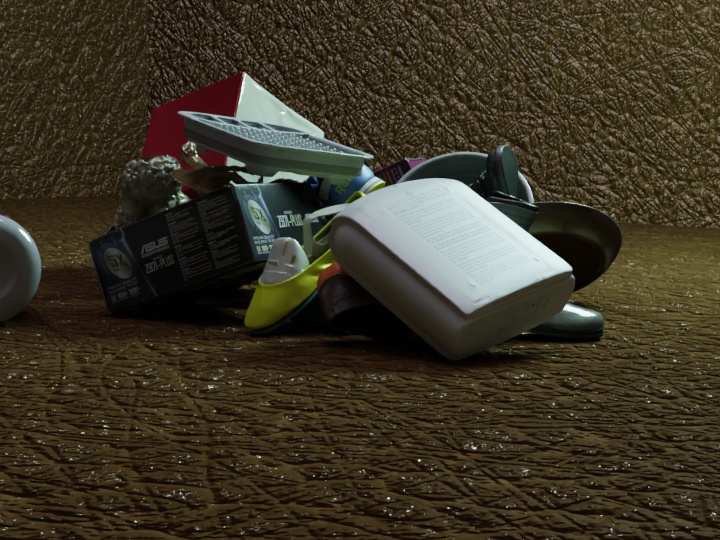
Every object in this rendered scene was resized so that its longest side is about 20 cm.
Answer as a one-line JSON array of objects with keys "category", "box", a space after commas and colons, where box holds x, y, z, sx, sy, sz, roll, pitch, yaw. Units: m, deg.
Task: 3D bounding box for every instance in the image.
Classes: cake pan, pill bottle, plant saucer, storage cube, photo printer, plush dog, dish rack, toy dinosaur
[{"category": "cake pan", "box": [0.128, -0.065, 1.862, 0.200, 0.201, 0.037, 3, -32, 17]}, {"category": "pill bottle", "box": [-0.400, -0.010, 1.508, 0.112, 0.113, 0.200, 0, 6, -18]}, {"category": "plant saucer", "box": [0.217, -0.016, 1.731, 0.200, 0.032, 0.200, -1, -31, -1]}, {"category": "storage cube", "box": [-0.178, -0.132, 1.947, 0.180, 0.200, 0.171, -16, -37, 37]}, {"category": "photo printer", "box": [0.079, -0.012, 1.362, 0.166, 0.070, 0.200, -21, 49, -39]}, {"category": "plush dog", "box": [-0.211, -0.031, 1.752, 0.171, 0.161, 0.200, 16, -18, 7]}, {"category": "dish rack", "box": [-0.101, -0.136, 1.625, 0.171, 0.044, 0.200, 5, 11, -37]}, {"category": "toy dinosaur", "box": [-0.168, -0.096, 1.649, 0.101, 0.058, 0.200, 12, 19, -16]}]

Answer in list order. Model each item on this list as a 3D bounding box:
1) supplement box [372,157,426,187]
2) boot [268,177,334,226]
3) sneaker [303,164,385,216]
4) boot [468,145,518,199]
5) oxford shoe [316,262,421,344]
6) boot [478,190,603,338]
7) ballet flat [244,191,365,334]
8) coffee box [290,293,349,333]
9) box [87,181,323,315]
[{"category": "supplement box", "box": [0.008, -0.075, 2.010, 0.200, 0.103, 0.131, -24, -1, 15]}, {"category": "boot", "box": [-0.098, -0.053, 1.767, 0.211, 0.080, 0.158, 15, -20, 33]}, {"category": "sneaker", "box": [-0.027, -0.100, 1.764, 0.082, 0.074, 0.200, 40, -15, -2]}, {"category": "boot", "box": [0.102, -0.076, 1.740, 0.174, 0.200, 0.069, 5, 49, 9]}, {"category": "oxford shoe", "box": [0.056, 0.048, 1.395, 0.200, 0.071, 0.073, 8, 38, -11]}, {"category": "boot", "box": [0.163, -0.008, 1.461, 0.200, 0.131, 0.068, 14, 5, 6]}, {"category": "ballet flat", "box": [-0.053, -0.016, 1.461, 0.200, 0.067, 0.067, -38, 28, -30]}, {"category": "coffee box", "box": [0.017, -0.008, 1.525, 0.200, 0.044, 0.123, -37, 26, -30]}, {"category": "box", "box": [-0.162, -0.025, 1.557, 0.200, 0.086, 0.164, -19, -5, 28]}]
